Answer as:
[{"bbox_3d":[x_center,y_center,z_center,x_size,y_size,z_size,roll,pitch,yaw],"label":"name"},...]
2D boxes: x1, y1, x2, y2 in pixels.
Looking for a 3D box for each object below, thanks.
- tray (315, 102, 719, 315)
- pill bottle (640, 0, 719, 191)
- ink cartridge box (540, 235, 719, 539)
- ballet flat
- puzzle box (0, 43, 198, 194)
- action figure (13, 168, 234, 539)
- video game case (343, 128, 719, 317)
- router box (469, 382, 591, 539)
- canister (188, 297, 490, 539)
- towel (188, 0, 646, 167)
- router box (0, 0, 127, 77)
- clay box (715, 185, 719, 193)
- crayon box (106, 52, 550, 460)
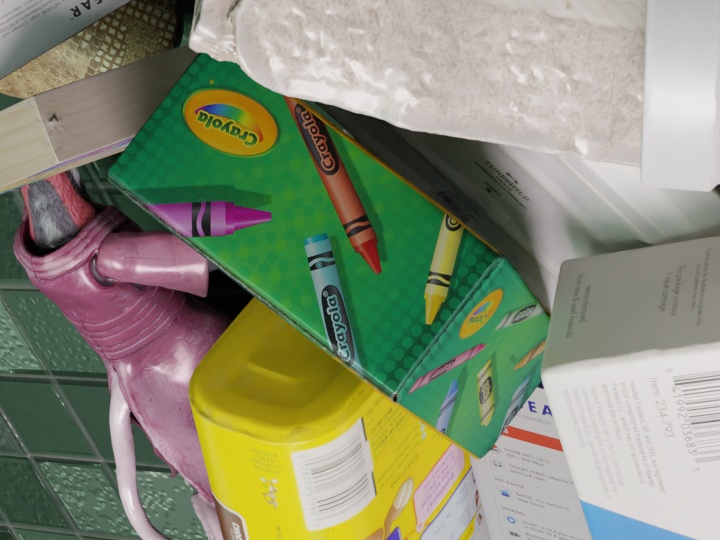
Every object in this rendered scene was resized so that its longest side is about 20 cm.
[{"bbox_3d":[0.050,-0.036,0.761,0.200,0.022,0.107,41,147,-17],"label":"tray"},{"bbox_3d":[0.180,-0.061,0.628,0.199,0.112,0.112,2,135,8],"label":"pill bottle"},{"bbox_3d":[0.170,0.046,0.720,0.199,0.067,0.116,-9,121,18],"label":"ink cartridge box"},{"bbox_3d":[-0.168,-0.115,0.959,0.200,0.071,0.065,8,170,34],"label":"ballet flat"},{"bbox_3d":[-0.074,-0.064,0.833,0.133,0.200,0.025,-17,95,50],"label":"puzzle box"},{"bbox_3d":[-0.110,0.017,1.001,0.134,0.149,0.200,9,148,43],"label":"action figure"},{"bbox_3d":[0.087,-0.008,0.825,0.200,0.017,0.143,46,144,1],"label":"video game case"},{"bbox_3d":[0.147,0.111,0.944,0.200,0.049,0.180,14,136,31],"label":"router box"},{"bbox_3d":[-0.001,0.096,0.978,0.086,0.149,0.200,16,136,28],"label":"canister"},{"bbox_3d":[0.054,-0.104,0.681,0.199,0.034,0.133,9,104,-17],"label":"towel"},{"bbox_3d":[-0.186,-0.098,0.825,0.049,0.200,0.180,61,173,-27],"label":"router box"},{"bbox_3d":[0.184,-0.021,0.772,0.115,0.048,0.200,46,146,-6],"label":"clay box"},{"bbox_3d":[0.000,0.000,0.772,0.119,0.058,0.200,37,178,15],"label":"crayon box"}]
